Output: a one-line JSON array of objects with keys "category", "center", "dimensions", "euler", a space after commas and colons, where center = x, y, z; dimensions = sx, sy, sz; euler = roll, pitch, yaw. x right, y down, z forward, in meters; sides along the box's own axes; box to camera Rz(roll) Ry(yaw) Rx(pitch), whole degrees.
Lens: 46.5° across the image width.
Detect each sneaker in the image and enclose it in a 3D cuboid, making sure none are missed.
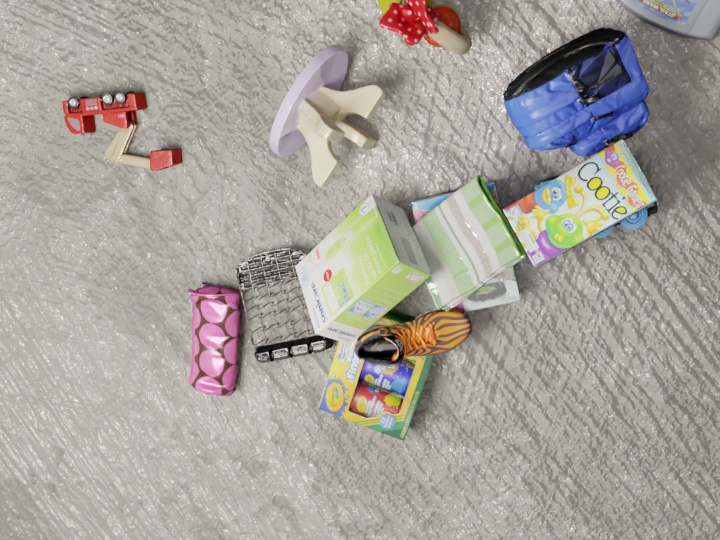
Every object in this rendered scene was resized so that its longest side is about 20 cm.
[{"category": "sneaker", "center": [0.085, 0.118, 1.361], "dimensions": [0.198, 0.112, 0.078], "euler": [-16, 93, 8]}]

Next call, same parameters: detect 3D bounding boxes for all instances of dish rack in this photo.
[{"category": "dish rack", "center": [-0.138, 0.062, 1.494], "dimensions": [0.152, 0.055, 0.202], "euler": [-12, 97, 11]}]

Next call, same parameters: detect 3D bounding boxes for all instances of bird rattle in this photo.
[{"category": "bird rattle", "center": [0.110, -0.395, 1.294], "dimensions": [0.162, 0.200, 0.113], "euler": [26, 110, -22]}]

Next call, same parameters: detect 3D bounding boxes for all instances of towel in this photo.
[{"category": "towel", "center": [0.154, -0.038, 1.318], "dimensions": [0.200, 0.031, 0.150], "euler": [-40, 78, 47]}]

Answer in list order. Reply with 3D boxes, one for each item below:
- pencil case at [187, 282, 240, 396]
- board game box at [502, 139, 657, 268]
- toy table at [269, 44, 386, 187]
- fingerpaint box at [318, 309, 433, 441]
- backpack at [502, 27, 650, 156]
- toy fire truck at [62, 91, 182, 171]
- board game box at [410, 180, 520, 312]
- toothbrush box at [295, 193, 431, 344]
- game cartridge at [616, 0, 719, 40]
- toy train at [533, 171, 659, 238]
[{"category": "pencil case", "center": [-0.267, 0.127, 1.513], "dimensions": [0.093, 0.091, 0.203], "euler": [-1, 102, -21]}, {"category": "board game box", "center": [0.331, -0.098, 1.270], "dimensions": [0.199, 0.105, 0.104], "euler": [-30, 84, 15]}, {"category": "toy table", "center": [-0.051, -0.247, 1.361], "dimensions": [0.117, 0.183, 0.201], "euler": [39, 118, 17]}, {"category": "fingerpaint box", "center": [0.035, 0.172, 1.473], "dimensions": [0.165, 0.073, 0.202], "euler": [20, 103, 5]}, {"category": "backpack", "center": [0.330, -0.260, 1.290], "dimensions": [0.198, 0.163, 0.169], "euler": [-24, 99, 13]}, {"category": "toy fire truck", "center": [-0.424, -0.243, 1.484], "dimensions": [0.197, 0.049, 0.143], "euler": [-4, 101, 11]}, {"category": "board game box", "center": [0.178, -0.037, 1.412], "dimensions": [0.146, 0.064, 0.202], "euler": [-13, 97, 12]}, {"category": "toothbrush box", "center": [0.000, 0.000, 1.371], "dimensions": [0.200, 0.086, 0.147], "euler": [-42, 50, 29]}, {"category": "game cartridge", "center": [0.481, -0.445, 1.292], "dimensions": [0.198, 0.042, 0.134], "euler": [28, 100, 3]}, {"category": "toy train", "center": [0.376, -0.110, 1.353], "dimensions": [0.198, 0.087, 0.116], "euler": [-14, 93, 13]}]
